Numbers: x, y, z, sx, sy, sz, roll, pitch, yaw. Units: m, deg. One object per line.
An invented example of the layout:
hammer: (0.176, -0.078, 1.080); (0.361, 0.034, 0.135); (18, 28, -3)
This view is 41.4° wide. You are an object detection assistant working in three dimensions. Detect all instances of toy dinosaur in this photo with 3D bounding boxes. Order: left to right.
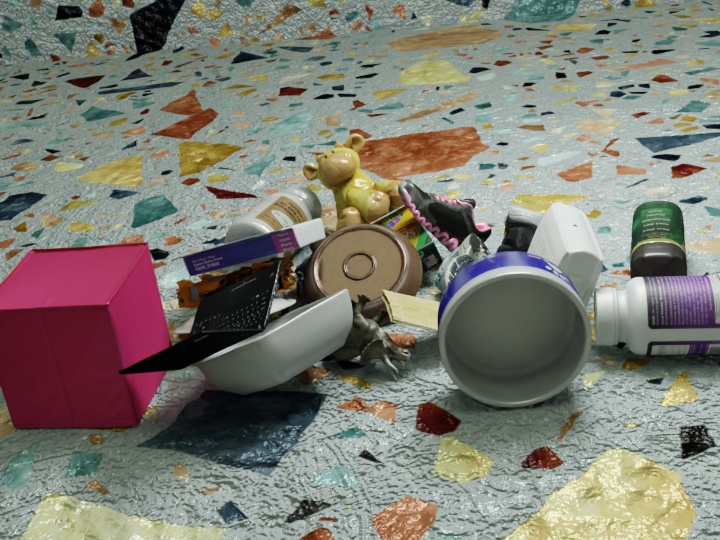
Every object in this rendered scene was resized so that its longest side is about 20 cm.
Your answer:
toy dinosaur: (-0.015, 0.097, 1.424); (0.200, 0.077, 0.103); (-1, 58, 41)

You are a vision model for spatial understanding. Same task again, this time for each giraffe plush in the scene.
giraffe plush: (-0.016, -0.160, 1.752); (0.172, 0.163, 0.200); (-30, 2, -19)

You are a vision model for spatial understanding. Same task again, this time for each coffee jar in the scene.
coffee jar: (0.475, -0.027, 1.521); (0.085, 0.105, 0.200); (-1, 27, 17)

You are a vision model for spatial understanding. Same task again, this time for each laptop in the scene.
laptop: (-0.220, 0.064, 1.333); (0.177, 0.103, 0.200); (-25, 38, 33)

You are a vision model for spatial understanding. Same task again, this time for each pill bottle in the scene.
pill bottle: (-0.153, -0.080, 1.762); (0.114, 0.115, 0.200); (7, 30, 25)
pill bottle: (0.434, 0.063, 1.346); (0.199, 0.112, 0.112); (-1, 28, 10)

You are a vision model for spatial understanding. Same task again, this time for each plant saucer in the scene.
plant saucer: (0.000, 0.000, 1.555); (0.200, 0.035, 0.201); (-5, 59, 8)

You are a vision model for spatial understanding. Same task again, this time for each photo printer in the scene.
photo printer: (0.300, -0.002, 1.452); (0.069, 0.167, 0.200); (15, 26, -5)

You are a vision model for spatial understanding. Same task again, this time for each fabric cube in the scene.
fabric cube: (-0.408, 0.093, 1.396); (0.199, 0.200, 0.196); (-3, 28, 9)

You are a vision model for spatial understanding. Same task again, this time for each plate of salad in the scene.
plate of salad: (-0.197, 0.081, 1.519); (0.199, 0.048, 0.200); (-13, 5, 1)

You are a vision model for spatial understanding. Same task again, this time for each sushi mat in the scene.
sushi mat: (0.132, 0.073, 1.429); (0.199, 0.012, 0.096); (13, 22, -13)

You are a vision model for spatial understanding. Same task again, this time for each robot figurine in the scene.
robot figurine: (-0.194, 0.020, 1.557); (0.199, 0.058, 0.145); (-12, 3, 22)

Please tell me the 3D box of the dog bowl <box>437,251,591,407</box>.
dog bowl: (0.203, 0.079, 1.276); (0.199, 0.201, 0.079); (-5, 24, 4)

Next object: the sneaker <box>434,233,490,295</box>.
sneaker: (0.160, 0.017, 1.546); (0.086, 0.078, 0.200); (-40, 5, 27)

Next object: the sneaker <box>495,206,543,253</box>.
sneaker: (0.268, -0.038, 1.625); (0.075, 0.114, 0.200); (17, -3, 11)

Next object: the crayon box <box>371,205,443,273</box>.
crayon box: (0.053, -0.043, 1.673); (0.127, 0.051, 0.200); (-30, 28, 0)

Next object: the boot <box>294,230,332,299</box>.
boot: (-0.082, -0.012, 1.658); (0.097, 0.075, 0.200); (-12, 29, -15)

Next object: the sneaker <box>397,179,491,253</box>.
sneaker: (0.148, -0.101, 1.636); (0.095, 0.200, 0.079); (-45, 27, 10)

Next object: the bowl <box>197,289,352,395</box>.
bowl: (-0.112, 0.110, 1.367); (0.200, 0.075, 0.200); (-30, 5, -39)

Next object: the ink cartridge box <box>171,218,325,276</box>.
ink cartridge box: (-0.176, -0.034, 1.543); (0.196, 0.043, 0.200); (-14, 5, 17)
